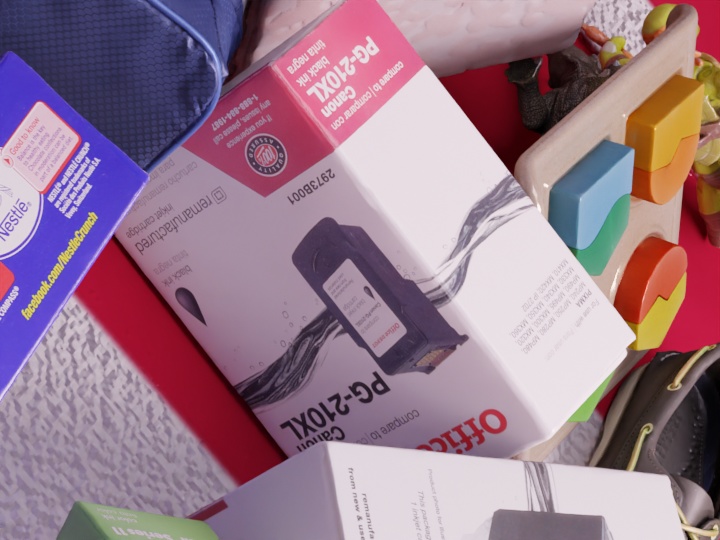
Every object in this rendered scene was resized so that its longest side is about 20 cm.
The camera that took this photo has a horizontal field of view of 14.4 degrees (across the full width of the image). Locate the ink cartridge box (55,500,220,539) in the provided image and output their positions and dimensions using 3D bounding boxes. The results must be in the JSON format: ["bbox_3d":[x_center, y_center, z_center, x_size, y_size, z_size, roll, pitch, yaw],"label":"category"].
[{"bbox_3d":[-0.063,0.188,1.039,0.067,0.117,0.200,15,19,-38],"label":"ink cartridge box"}]

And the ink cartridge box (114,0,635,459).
[{"bbox_3d":[0.000,0.000,1.249,0.200,0.145,0.084,52,45,-7],"label":"ink cartridge box"}]

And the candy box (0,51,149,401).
[{"bbox_3d":[-0.189,0.034,1.017,0.077,0.200,0.169,43,44,-14],"label":"candy box"}]

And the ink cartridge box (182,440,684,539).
[{"bbox_3d":[0.024,0.140,1.194,0.199,0.144,0.084,10,61,-39],"label":"ink cartridge box"}]

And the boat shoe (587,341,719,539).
[{"bbox_3d":[0.145,0.112,1.381,0.072,0.060,0.202,40,46,-19],"label":"boat shoe"}]

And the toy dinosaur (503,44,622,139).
[{"bbox_3d":[0.102,-0.043,1.415,0.102,0.077,0.201,50,48,-56],"label":"toy dinosaur"}]

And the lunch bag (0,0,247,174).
[{"bbox_3d":[-0.149,-0.133,1.190,0.200,0.136,0.133,40,30,-21],"label":"lunch bag"}]

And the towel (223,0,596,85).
[{"bbox_3d":[0.038,-0.145,1.288,0.190,0.200,0.032,-13,67,-18],"label":"towel"}]

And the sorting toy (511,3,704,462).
[{"bbox_3d":[0.121,-0.008,1.363,0.200,0.036,0.186,-46,145,-48],"label":"sorting toy"}]

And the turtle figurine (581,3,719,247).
[{"bbox_3d":[0.186,-0.077,1.467,0.064,0.200,0.162,-42,118,-25],"label":"turtle figurine"}]
